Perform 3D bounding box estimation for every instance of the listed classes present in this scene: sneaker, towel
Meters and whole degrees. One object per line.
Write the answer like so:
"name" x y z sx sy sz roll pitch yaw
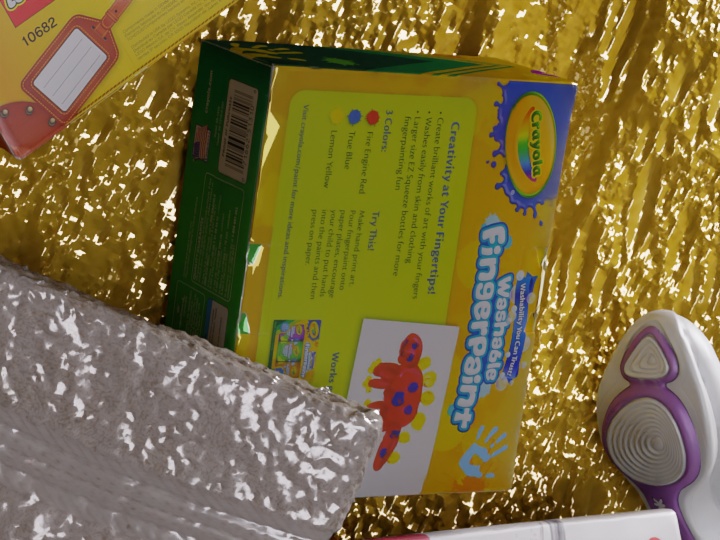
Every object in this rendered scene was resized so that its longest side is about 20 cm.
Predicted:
"sneaker" 0.185 0.095 1.285 0.100 0.075 0.200 -42 127 -32
"towel" -0.102 0.084 1.049 0.200 0.034 0.133 22 102 -7

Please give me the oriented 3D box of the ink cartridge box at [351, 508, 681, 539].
"ink cartridge box" 0.069 0.198 1.190 0.200 0.083 0.147 -3 77 -32

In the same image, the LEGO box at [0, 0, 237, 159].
"LEGO box" -0.105 -0.143 0.969 0.200 0.149 0.077 -38 121 -19

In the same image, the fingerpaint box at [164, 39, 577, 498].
"fingerpaint box" 0.000 0.000 1.124 0.166 0.073 0.201 0 105 -32
